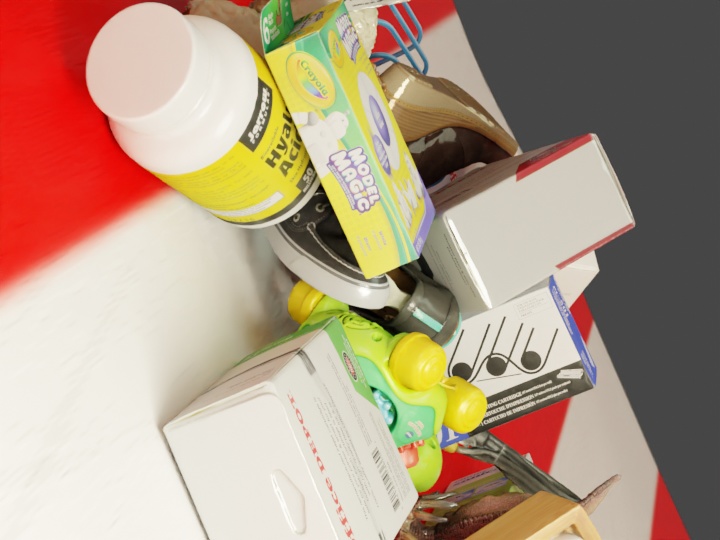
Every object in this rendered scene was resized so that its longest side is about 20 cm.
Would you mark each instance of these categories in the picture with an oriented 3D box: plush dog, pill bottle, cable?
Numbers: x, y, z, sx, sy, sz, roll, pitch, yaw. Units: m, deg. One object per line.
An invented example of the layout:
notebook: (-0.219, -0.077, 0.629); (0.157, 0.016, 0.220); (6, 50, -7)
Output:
plush dog: (-0.042, -0.184, 1.517); (0.160, 0.200, 0.172); (40, -3, -1)
pill bottle: (-0.107, -0.108, 1.342); (0.200, 0.110, 0.112); (35, 35, -63)
cable: (0.097, 0.156, 1.651); (0.199, 0.051, 0.097); (37, 4, -1)

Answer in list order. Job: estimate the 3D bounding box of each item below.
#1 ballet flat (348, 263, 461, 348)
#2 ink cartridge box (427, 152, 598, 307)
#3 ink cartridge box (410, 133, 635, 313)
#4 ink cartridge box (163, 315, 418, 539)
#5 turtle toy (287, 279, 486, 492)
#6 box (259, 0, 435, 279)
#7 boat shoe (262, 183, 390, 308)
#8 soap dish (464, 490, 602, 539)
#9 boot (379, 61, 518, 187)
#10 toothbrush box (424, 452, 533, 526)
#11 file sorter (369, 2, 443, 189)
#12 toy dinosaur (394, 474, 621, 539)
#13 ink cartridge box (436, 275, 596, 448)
ballet flat: (0.000, 0.000, 1.515); (0.068, 0.068, 0.199); (29, -2, -44)
ink cartridge box: (0.119, -0.012, 1.770); (0.124, 0.200, 0.130); (9, 50, -25)
ink cartridge box: (0.104, -0.032, 1.545); (0.083, 0.145, 0.200); (63, -19, -5)
ink cartridge box: (-0.042, 0.128, 1.281); (0.147, 0.083, 0.200); (66, 15, -4)
turtle toy: (0.012, 0.099, 1.455); (0.145, 0.101, 0.200); (28, -13, 38)
box: (-0.010, -0.107, 1.378); (0.201, 0.048, 0.117); (63, 16, -14)
boat shoe: (-0.032, -0.048, 1.460); (0.069, 0.067, 0.200); (6, 29, -33)
soap dish: (0.099, 0.262, 1.391); (0.158, 0.199, 0.081); (57, 1, -32)
boot: (0.032, -0.084, 1.654); (0.199, 0.167, 0.072); (20, 23, -51)
toothbrush box: (0.124, 0.260, 1.680); (0.200, 0.085, 0.147); (-34, 102, -76)
file sorter: (-0.005, -0.167, 1.765); (0.139, 0.122, 0.201); (52, 21, -43)
toy dinosaur: (0.095, 0.194, 1.447); (0.136, 0.198, 0.086); (49, 28, -42)
ink cartridge box: (0.079, 0.082, 1.549); (0.095, 0.198, 0.044); (63, 16, -15)
